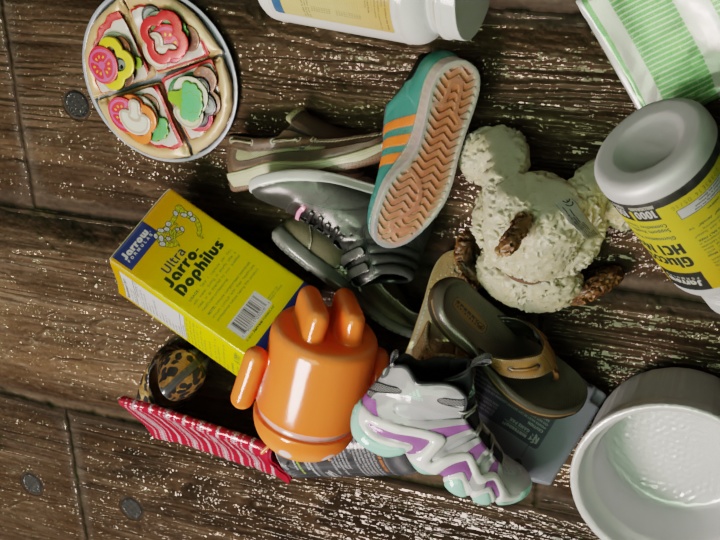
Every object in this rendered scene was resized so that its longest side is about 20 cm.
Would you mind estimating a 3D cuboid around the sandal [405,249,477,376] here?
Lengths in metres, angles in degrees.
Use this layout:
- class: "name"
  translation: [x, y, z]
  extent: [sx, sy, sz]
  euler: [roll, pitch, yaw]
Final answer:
- class: "sandal"
  translation: [0.083, 0.079, 1.272]
  extent: [0.077, 0.070, 0.212]
  euler: [9, 81, 3]

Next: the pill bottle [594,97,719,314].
- class: "pill bottle"
  translation: [0.304, -0.050, 1.115]
  extent: [0.112, 0.113, 0.200]
  euler: [-22, 128, 32]

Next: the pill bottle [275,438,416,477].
- class: "pill bottle"
  translation: [0.009, 0.180, 1.402]
  extent: [0.200, 0.106, 0.106]
  euler: [-6, 111, 28]

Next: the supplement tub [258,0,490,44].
- class: "supplement tub"
  translation: [0.015, -0.289, 1.148]
  extent: [0.200, 0.145, 0.145]
  euler: [14, 119, 19]

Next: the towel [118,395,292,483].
- class: "towel"
  translation: [-0.182, 0.204, 1.497]
  extent: [0.200, 0.023, 0.145]
  euler: [16, 161, 13]

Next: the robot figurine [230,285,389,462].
- class: "robot figurine"
  translation: [-0.047, 0.116, 1.300]
  extent: [0.117, 0.144, 0.200]
  euler: [29, 120, 27]

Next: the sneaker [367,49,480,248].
- class: "sneaker"
  translation: [0.054, -0.122, 1.234]
  extent: [0.071, 0.080, 0.200]
  euler: [16, 104, -29]

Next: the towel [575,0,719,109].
- class: "towel"
  translation: [0.310, -0.231, 1.108]
  extent: [0.200, 0.023, 0.153]
  euler: [-28, 99, 33]

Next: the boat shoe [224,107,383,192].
- class: "boat shoe"
  translation: [-0.058, -0.134, 1.304]
  extent: [0.202, 0.075, 0.075]
  euler: [-9, 96, 24]

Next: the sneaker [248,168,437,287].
- class: "sneaker"
  translation: [-0.022, -0.040, 1.273]
  extent: [0.200, 0.099, 0.071]
  euler: [12, 165, -9]

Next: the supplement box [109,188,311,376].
- class: "supplement box"
  translation: [-0.164, 0.021, 1.384]
  extent: [0.200, 0.110, 0.109]
  euler: [34, 161, 7]

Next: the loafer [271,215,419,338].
- class: "loafer"
  translation: [0.000, 0.000, 1.335]
  extent: [0.200, 0.075, 0.070]
  euler: [38, 87, -12]

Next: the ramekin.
- class: "ramekin"
  translation: [0.321, 0.196, 1.258]
  extent: [0.200, 0.098, 0.201]
  euler: [10, 119, 17]

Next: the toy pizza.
- class: "toy pizza"
  translation: [-0.227, -0.212, 1.370]
  extent: [0.200, 0.032, 0.201]
  euler: [11, 118, 21]

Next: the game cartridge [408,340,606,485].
- class: "game cartridge"
  translation: [0.141, 0.132, 1.313]
  extent: [0.200, 0.041, 0.133]
  euler: [34, 79, 7]

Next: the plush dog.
- class: "plush dog"
  translation: [0.172, -0.024, 1.216]
  extent: [0.200, 0.161, 0.172]
  euler: [16, 143, 18]

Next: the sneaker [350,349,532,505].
- class: "sneaker"
  translation: [0.104, 0.142, 1.219]
  extent: [0.200, 0.078, 0.140]
  euler: [24, 112, -13]

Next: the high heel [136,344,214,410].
- class: "high heel"
  translation: [-0.241, 0.143, 1.482]
  extent: [0.071, 0.143, 0.200]
  euler: [48, 124, -2]

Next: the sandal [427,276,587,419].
- class: "sandal"
  translation: [0.155, 0.074, 1.247]
  extent: [0.200, 0.082, 0.055]
  euler: [44, 141, -8]
